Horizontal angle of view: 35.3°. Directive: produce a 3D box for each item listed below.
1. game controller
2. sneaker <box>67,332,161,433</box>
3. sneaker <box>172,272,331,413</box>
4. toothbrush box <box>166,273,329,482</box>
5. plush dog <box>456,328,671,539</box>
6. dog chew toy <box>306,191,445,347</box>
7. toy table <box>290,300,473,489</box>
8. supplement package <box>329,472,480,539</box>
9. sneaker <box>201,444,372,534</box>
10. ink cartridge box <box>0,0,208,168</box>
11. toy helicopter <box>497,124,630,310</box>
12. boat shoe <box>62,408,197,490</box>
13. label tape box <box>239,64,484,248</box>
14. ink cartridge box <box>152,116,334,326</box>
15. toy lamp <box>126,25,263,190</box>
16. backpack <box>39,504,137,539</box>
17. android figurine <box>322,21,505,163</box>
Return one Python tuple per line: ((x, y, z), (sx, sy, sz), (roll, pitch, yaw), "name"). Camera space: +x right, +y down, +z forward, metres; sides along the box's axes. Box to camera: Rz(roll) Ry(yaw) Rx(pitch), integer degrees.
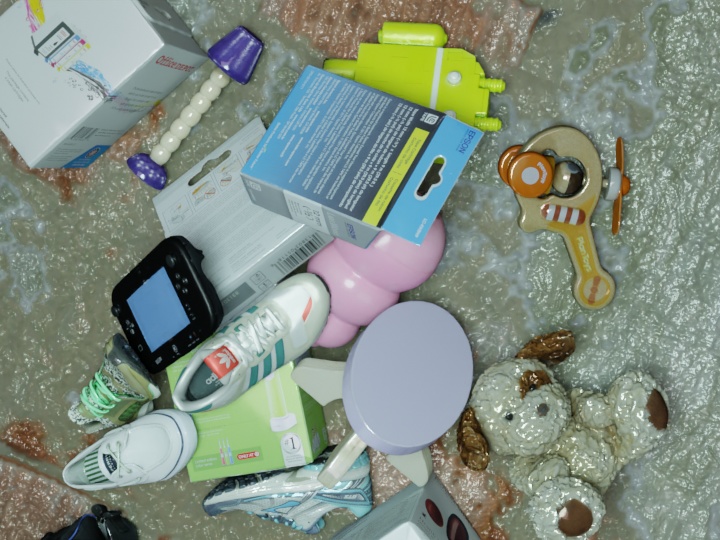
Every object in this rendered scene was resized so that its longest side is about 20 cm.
((-0.200, 0.039, 1.154), (0.200, 0.042, 0.105), (-33, 73, 54), "game controller")
((-0.270, 0.137, 1.216), (0.088, 0.200, 0.077), (-36, 77, -23), "sneaker")
((-0.113, 0.081, 1.152), (0.199, 0.093, 0.071), (-40, 86, 13), "sneaker")
((-0.130, 0.118, 1.251), (0.144, 0.086, 0.202), (-12, 93, 12), "toothbrush box")
((0.191, 0.161, 1.162), (0.172, 0.160, 0.200), (42, 75, -1), "plush dog")
((0.000, 0.000, 1.206), (0.124, 0.125, 0.200), (40, 108, 5), "dog chew toy")
((0.027, 0.132, 1.162), (0.184, 0.200, 0.117), (47, 131, 6), "toy table")
((0.061, 0.346, 1.178), (0.147, 0.200, 0.192), (-36, 89, 10), "supplement package")
((-0.080, 0.258, 1.260), (0.198, 0.078, 0.087), (-14, 95, 11), "sneaker")
((-0.297, -0.228, 1.221), (0.200, 0.147, 0.145), (-38, 87, 10), "ink cartridge box")
((0.233, -0.056, 1.191), (0.131, 0.079, 0.202), (-19, 102, 2), "toy helicopter")
((-0.257, 0.210, 1.245), (0.200, 0.066, 0.074), (-33, 77, 41), "boat shoe")
((0.003, -0.102, 1.110), (0.199, 0.066, 0.144), (23, 68, 17), "label tape box")
((-0.132, -0.055, 1.218), (0.162, 0.200, 0.050), (-37, 132, 7), "ink cartridge box")
((-0.181, -0.183, 1.251), (0.058, 0.058, 0.200), (42, 99, 4), "toy lamp")
((-0.322, 0.396, 1.263), (0.153, 0.200, 0.192), (-28, 96, 16), "backpack")
((0.052, -0.178, 1.193), (0.198, 0.041, 0.184), (6, 70, 12), "android figurine")
